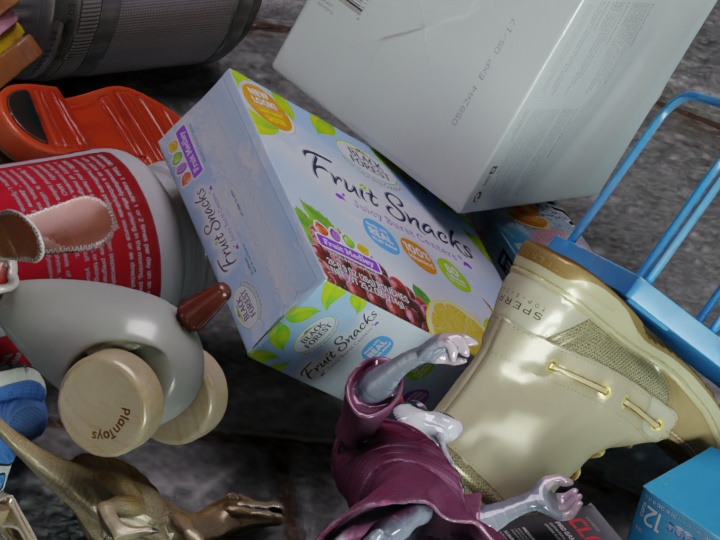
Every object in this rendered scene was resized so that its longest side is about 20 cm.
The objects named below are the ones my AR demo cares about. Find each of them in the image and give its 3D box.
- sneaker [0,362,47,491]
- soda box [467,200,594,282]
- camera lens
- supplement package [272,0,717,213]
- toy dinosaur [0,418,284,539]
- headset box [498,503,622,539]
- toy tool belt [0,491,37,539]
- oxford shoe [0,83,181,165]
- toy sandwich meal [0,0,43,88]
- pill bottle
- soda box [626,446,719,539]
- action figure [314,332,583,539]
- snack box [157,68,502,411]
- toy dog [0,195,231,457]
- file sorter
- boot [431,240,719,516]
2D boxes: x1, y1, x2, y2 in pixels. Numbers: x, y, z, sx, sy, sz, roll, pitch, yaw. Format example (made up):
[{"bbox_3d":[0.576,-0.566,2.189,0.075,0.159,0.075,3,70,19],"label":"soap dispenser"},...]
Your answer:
[{"bbox_3d":[-0.207,0.101,1.262,0.078,0.090,0.200,-12,6,20],"label":"sneaker"},{"bbox_3d":[0.076,-0.028,1.572,0.063,0.069,0.200,7,31,-28],"label":"soda box"},{"bbox_3d":[-0.171,-0.208,1.678,0.199,0.161,0.160,-10,38,-33],"label":"camera lens"},{"bbox_3d":[0.082,-0.142,1.515,0.150,0.152,0.200,38,21,21],"label":"supplement package"},{"bbox_3d":[-0.123,0.117,1.264,0.199,0.058,0.101,27,23,-32],"label":"toy dinosaur"},{"bbox_3d":[0.074,0.193,1.215,0.199,0.078,0.149,-7,37,-28],"label":"headset box"},{"bbox_3d":[-0.181,0.150,1.085,0.125,0.200,0.123,-40,57,-12],"label":"toy tool belt"},{"bbox_3d":[-0.161,-0.064,1.543,0.199,0.073,0.071,8,43,-50],"label":"oxford shoe"},{"bbox_3d":[-0.266,-0.087,1.473,0.070,0.205,0.206,48,26,-17],"label":"toy sandwich meal"},{"bbox_3d":[-0.169,-0.005,1.402,0.199,0.113,0.112,-12,39,-35],"label":"pill bottle"},{"bbox_3d":[0.231,0.175,1.316,0.199,0.065,0.068,34,36,30],"label":"soda box"},{"bbox_3d":[0.022,0.116,1.187,0.148,0.134,0.200,-36,22,3],"label":"action figure"},{"bbox_3d":[0.000,0.000,1.399,0.199,0.068,0.169,29,26,-42],"label":"snack box"},{"bbox_3d":[-0.139,0.004,1.257,0.199,0.097,0.132,35,15,-7],"label":"toy dog"},{"bbox_3d":[0.228,0.010,1.411,0.199,0.123,0.139,36,-1,-17],"label":"file sorter"},{"bbox_3d":[0.104,0.095,1.357,0.073,0.156,0.200,27,-10,42],"label":"boot"}]
